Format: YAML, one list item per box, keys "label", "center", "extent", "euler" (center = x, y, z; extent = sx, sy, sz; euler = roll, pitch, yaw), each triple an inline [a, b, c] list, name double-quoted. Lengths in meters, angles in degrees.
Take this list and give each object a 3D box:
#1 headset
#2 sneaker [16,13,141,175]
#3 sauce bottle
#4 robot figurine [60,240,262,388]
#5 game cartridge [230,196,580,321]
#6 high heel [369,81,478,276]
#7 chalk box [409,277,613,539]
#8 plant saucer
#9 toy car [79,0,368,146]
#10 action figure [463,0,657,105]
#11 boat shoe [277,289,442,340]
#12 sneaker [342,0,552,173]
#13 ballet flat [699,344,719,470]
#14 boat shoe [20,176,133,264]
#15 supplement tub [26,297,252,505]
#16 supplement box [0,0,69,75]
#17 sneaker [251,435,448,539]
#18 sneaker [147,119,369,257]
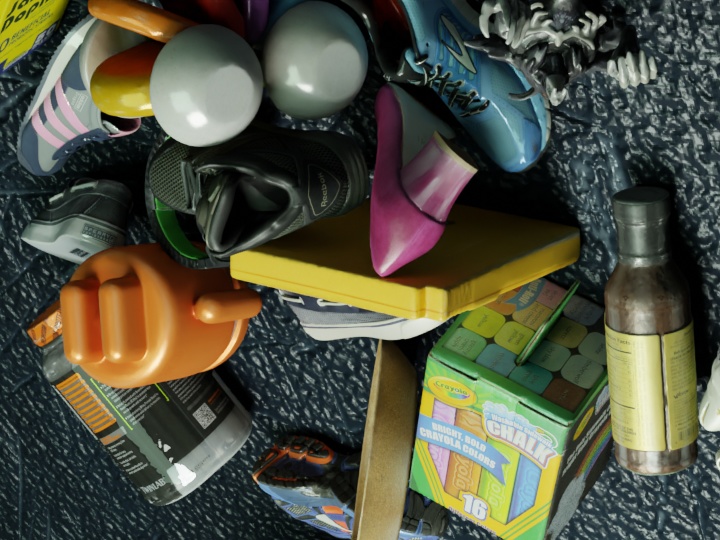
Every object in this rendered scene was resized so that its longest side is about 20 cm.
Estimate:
- label: "headset"
  center: [-0.086, -0.068, 1.543]
  extent: [0.199, 0.094, 0.125]
  euler: [-7, 89, 45]
- label: "sneaker"
  center: [-0.226, -0.125, 1.621]
  extent: [0.082, 0.070, 0.200]
  euler: [43, 143, 6]
- label: "sauce bottle"
  center: [0.204, 0.042, 1.382]
  extent: [0.064, 0.065, 0.202]
  euler: [9, 113, 35]
- label: "robot figurine"
  center: [-0.168, 0.034, 1.623]
  extent: [0.144, 0.200, 0.117]
  euler: [-46, 72, 24]
- label: "game cartridge"
  center: [0.034, -0.011, 1.399]
  extent: [0.175, 0.200, 0.033]
  euler: [13, 111, 33]
- label: "high heel"
  center: [0.025, -0.066, 1.367]
  extent: [0.067, 0.096, 0.200]
  euler: [34, -169, -25]
- label: "chalk box"
  center: [0.124, 0.088, 1.466]
  extent: [0.123, 0.125, 0.201]
  euler: [26, 136, 20]
- label: "plant saucer"
  center: [0.020, 0.152, 1.579]
  extent: [0.035, 0.201, 0.201]
  euler: [8, 135, -1]
- label: "toy car"
  center: [-0.102, -0.180, 1.383]
  extent: [0.175, 0.199, 0.151]
  euler: [22, 122, 53]
- label: "action figure"
  center: [0.132, -0.166, 1.246]
  extent: [0.118, 0.102, 0.201]
  euler: [9, 132, -2]
- label: "boat shoe"
  center: [0.000, 0.000, 1.527]
  extent: [0.199, 0.075, 0.093]
  euler: [-13, 127, 47]
- label: "sneaker"
  center: [0.050, -0.142, 1.352]
  extent: [0.200, 0.090, 0.078]
  euler: [50, 141, -9]
- label: "ballet flat"
  center: [0.278, 0.112, 1.388]
  extent: [0.072, 0.072, 0.201]
  euler: [-2, 124, 41]
- label: "boat shoe"
  center: [-0.242, -0.047, 1.708]
  extent: [0.071, 0.068, 0.200]
  euler: [23, 169, -17]
- label: "supplement tub"
  center: [-0.200, 0.100, 1.756]
  extent: [0.200, 0.123, 0.122]
  euler: [52, 140, -9]
- label: "supplement box"
  center: [-0.285, -0.250, 1.532]
  extent: [0.109, 0.109, 0.200]
  euler: [41, 141, 4]
- label: "sneaker"
  center: [-0.001, 0.201, 1.726]
  extent: [0.199, 0.075, 0.079]
  euler: [14, 145, 39]
- label: "sneaker"
  center: [-0.101, -0.061, 1.382]
  extent: [0.198, 0.114, 0.077]
  euler: [9, 111, 42]
